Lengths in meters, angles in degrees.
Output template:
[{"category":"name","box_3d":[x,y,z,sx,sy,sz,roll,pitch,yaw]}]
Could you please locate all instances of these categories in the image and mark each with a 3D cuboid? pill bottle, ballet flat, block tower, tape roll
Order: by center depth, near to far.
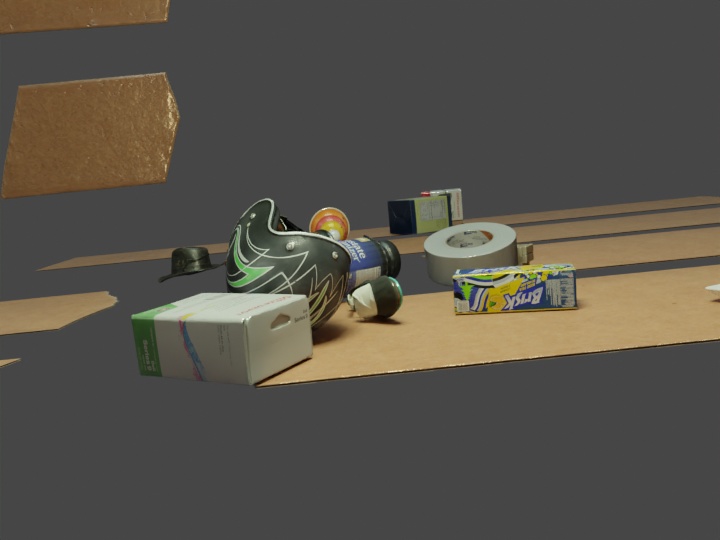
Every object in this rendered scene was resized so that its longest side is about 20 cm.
[{"category":"ballet flat","box_3d":[0.017,0.051,1.154,0.067,0.070,0.200,-17,-1,-12]},{"category":"pill bottle","box_3d":[-0.014,-0.006,1.389,0.196,0.116,0.110,-12,10,-41]},{"category":"tape roll","box_3d":[0.234,-0.036,1.444,0.194,0.068,0.201,-9,22,4]},{"category":"block tower","box_3d":[0.293,-0.028,1.561,0.195,0.056,0.057,-1,7,33]}]

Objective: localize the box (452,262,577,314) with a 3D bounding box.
[{"category":"box","box_3d":[0.250,0.029,1.117,0.194,0.066,0.070,-3,8,14]}]

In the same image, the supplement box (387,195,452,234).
[{"category":"supplement box","box_3d":[0.244,-0.229,2.803,0.195,0.139,0.199,-9,8,-26]}]

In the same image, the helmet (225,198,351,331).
[{"category":"helmet","box_3d":[-0.111,0.006,1.045,0.195,0.204,0.192,-8,41,-23]}]

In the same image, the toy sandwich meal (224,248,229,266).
[{"category":"toy sandwich meal","box_3d":[-0.299,-0.038,1.994,0.198,0.073,0.205,-5,7,1]}]

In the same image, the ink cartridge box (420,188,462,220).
[{"category":"ink cartridge box","box_3d":[0.391,-0.311,3.275,0.193,0.152,0.083,-5,8,6]}]

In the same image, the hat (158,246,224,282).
[{"category":"hat","box_3d":[-0.490,-0.028,1.948,0.195,0.083,0.201,-14,5,1]}]

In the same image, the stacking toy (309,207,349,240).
[{"category":"stacking toy","box_3d":[-0.097,-0.122,2.301,0.141,0.151,0.200,-6,17,-7]}]

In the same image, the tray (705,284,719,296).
[{"category":"tray","box_3d":[0.630,0.027,1.032,0.195,0.023,0.107,-9,7,-25]}]

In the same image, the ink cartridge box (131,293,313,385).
[{"category":"ink cartridge box","box_3d":[-0.181,0.086,0.909,0.195,0.090,0.144,-3,8,30]}]

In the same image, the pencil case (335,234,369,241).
[{"category":"pencil case","box_3d":[-0.063,-0.045,1.821,0.195,0.088,0.092,-1,-20,35]}]
